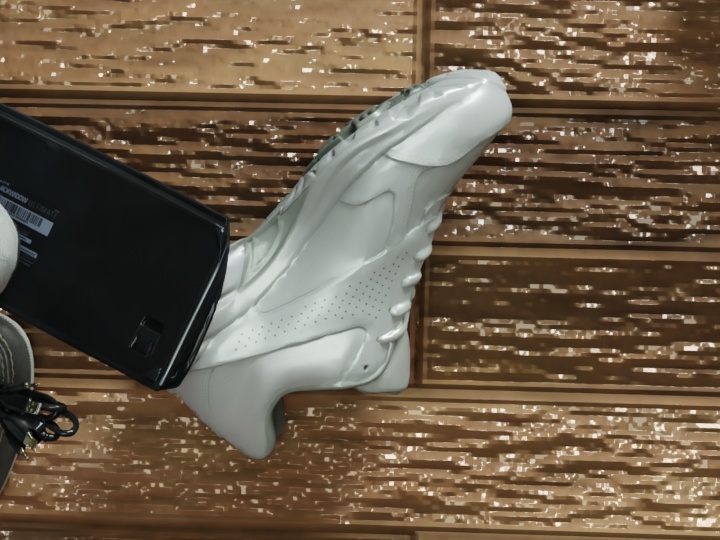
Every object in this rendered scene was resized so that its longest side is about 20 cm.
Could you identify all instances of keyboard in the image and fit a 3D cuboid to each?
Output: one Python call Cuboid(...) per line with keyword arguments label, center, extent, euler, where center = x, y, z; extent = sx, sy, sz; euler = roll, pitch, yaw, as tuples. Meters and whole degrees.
Cuboid(label="keyboard", center=(-0.152, 0.000, 0.924), extent=(0.199, 0.021, 0.128), euler=(26, 89, 26))

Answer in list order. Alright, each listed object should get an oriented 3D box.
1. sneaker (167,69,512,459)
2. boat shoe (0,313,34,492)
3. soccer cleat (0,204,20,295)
Cuboid(label="sneaker", center=(0.000, 0.000, 0.928), extent=(0.200, 0.078, 0.099), euler=(-42, 95, 12))
Cuboid(label="boat shoe", center=(-0.207, 0.109, 0.944), extent=(0.067, 0.057, 0.201), euler=(33, 93, 3))
Cuboid(label="soccer cleat", center=(-0.237, -0.025, 0.906), extent=(0.198, 0.086, 0.071), euler=(6, 80, 24))
